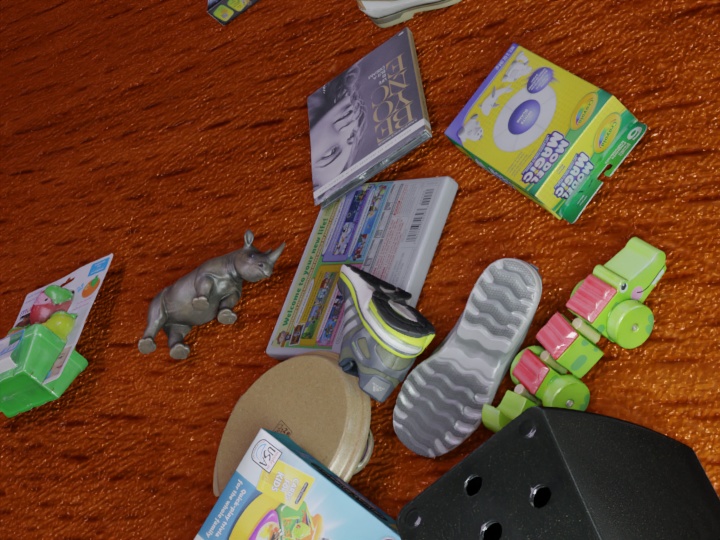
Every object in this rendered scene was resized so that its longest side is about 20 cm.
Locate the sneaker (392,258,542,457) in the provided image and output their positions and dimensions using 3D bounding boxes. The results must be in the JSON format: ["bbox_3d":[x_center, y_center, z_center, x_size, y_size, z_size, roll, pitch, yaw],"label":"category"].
[{"bbox_3d":[0.103,0.078,1.172,0.075,0.082,0.201,39,109,15],"label":"sneaker"}]

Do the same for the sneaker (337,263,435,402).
[{"bbox_3d":[0.006,0.052,1.222,0.081,0.073,0.200,-62,13,9],"label":"sneaker"}]

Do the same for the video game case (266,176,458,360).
[{"bbox_3d":[0.000,0.000,1.374,0.181,0.022,0.201,-1,62,47],"label":"video game case"}]

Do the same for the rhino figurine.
[{"bbox_3d":[-0.161,0.020,1.504,0.199,0.060,0.088,-34,30,20],"label":"rhino figurine"}]

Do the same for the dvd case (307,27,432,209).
[{"bbox_3d":[0.005,-0.170,1.487,0.148,0.016,0.201,-32,37,21],"label":"dvd case"}]

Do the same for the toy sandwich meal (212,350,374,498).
[{"bbox_3d":[-0.058,0.170,1.271,0.204,0.070,0.207,-25,46,29],"label":"toy sandwich meal"}]

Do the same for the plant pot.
[{"bbox_3d":[0.139,0.211,0.923,0.200,0.177,0.200,-41,38,19],"label":"plant pot"}]

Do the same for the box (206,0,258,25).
[{"bbox_3d":[-0.124,-0.426,1.837,0.199,0.035,0.111,-29,44,31],"label":"box"}]

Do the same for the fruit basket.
[{"bbox_3d":[-0.404,0.076,1.705,0.184,0.094,0.201,-21,44,37],"label":"fruit basket"}]

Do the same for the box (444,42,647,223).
[{"bbox_3d":[0.171,-0.129,1.266,0.118,0.048,0.200,-52,38,4],"label":"box"}]

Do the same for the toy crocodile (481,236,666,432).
[{"bbox_3d":[0.174,0.057,1.102,0.200,0.062,0.068,-51,37,4],"label":"toy crocodile"}]

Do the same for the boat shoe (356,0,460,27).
[{"bbox_3d":[0.071,-0.336,1.521,0.199,0.068,0.075,-22,47,36],"label":"boat shoe"}]

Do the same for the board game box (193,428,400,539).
[{"bbox_3d":[-0.045,0.250,1.139,0.199,0.047,0.152,32,92,33],"label":"board game box"}]
